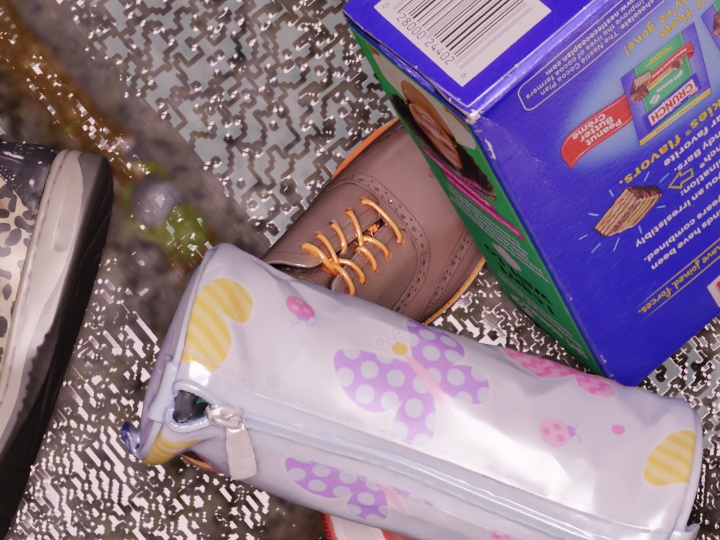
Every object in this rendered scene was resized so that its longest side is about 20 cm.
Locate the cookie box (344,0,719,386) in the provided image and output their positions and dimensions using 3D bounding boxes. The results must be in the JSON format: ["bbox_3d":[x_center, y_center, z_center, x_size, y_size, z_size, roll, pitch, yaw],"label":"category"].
[{"bbox_3d":[0.109,-0.071,0.786,0.171,0.200,0.075,-41,53,-5],"label":"cookie box"}]

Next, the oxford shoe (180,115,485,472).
[{"bbox_3d":[0.000,0.000,0.849,0.071,0.073,0.200,40,84,4],"label":"oxford shoe"}]

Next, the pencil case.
[{"bbox_3d":[0.021,0.057,0.773,0.200,0.091,0.083,19,92,-8],"label":"pencil case"}]

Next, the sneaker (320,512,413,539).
[{"bbox_3d":[0.076,0.154,0.831,0.115,0.078,0.200,-28,86,-2],"label":"sneaker"}]

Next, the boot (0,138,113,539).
[{"bbox_3d":[-0.195,0.030,0.845,0.154,0.073,0.204,18,77,3],"label":"boot"}]
